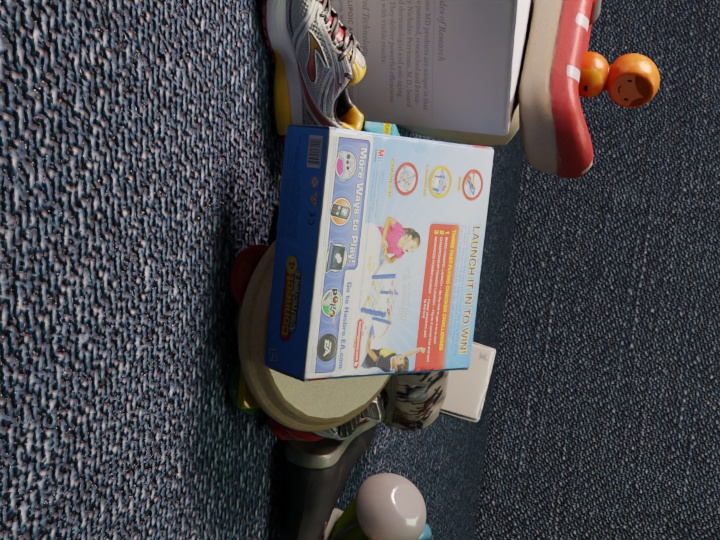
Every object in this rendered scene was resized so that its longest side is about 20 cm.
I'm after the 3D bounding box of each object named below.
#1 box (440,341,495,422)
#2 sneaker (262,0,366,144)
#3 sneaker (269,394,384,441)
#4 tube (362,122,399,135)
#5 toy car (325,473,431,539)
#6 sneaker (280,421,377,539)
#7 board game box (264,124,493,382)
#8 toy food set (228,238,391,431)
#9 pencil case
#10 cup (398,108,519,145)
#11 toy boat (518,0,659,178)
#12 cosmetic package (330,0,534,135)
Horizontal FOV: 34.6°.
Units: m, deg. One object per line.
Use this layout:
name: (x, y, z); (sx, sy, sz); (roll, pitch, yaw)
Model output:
box: (0.085, 0.129, 1.458); (0.200, 0.077, 0.096); (173, -66, -69)
sneaker: (-0.033, -0.199, 0.990); (0.078, 0.081, 0.201); (-69, 160, -47)
sneaker: (-0.034, 0.126, 1.151); (0.200, 0.084, 0.078); (-4, 81, -70)
tube: (0.028, -0.147, 1.377); (0.200, 0.050, 0.078); (65, 22, -58)
toy car: (0.016, 0.326, 1.223); (0.175, 0.149, 0.201); (-42, -160, 42)
sneaker: (-0.039, 0.207, 1.232); (0.200, 0.074, 0.107); (-29, 132, -67)
board game box: (0.019, -0.014, 0.981); (0.195, 0.056, 0.202); (1, 97, -43)
toy food set: (-0.034, 0.041, 1.014); (0.197, 0.048, 0.202); (3, 96, -43)
pencil case: (0.054, 0.106, 1.253); (0.089, 0.078, 0.201); (-34, 155, -18)
cup: (0.149, -0.239, 1.454); (0.201, 0.142, 0.200); (-60, -178, 3)
toy boat: (0.225, -0.188, 1.125); (0.131, 0.129, 0.202); (58, 42, -73)
cosmetic package: (0.063, -0.247, 1.120); (0.165, 0.198, 0.166); (-66, 159, -53)
